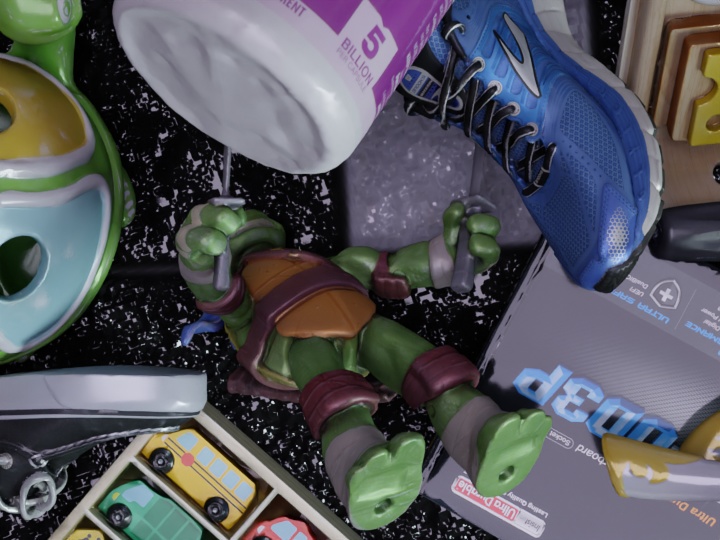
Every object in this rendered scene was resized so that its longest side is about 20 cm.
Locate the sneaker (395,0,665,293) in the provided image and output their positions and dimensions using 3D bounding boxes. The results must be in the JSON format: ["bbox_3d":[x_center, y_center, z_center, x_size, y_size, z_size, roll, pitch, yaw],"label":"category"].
[{"bbox_3d":[0.059,-0.072,0.817,0.089,0.079,0.201,-10,58,-31],"label":"sneaker"}]

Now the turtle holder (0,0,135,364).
[{"bbox_3d":[-0.169,-0.038,0.852,0.185,0.132,0.141,-38,88,5],"label":"turtle holder"}]

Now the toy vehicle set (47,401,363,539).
[{"bbox_3d":[-0.052,0.167,0.903,0.200,0.027,0.124,41,95,2],"label":"toy vehicle set"}]

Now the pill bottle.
[{"bbox_3d":[-0.003,-0.148,0.756,0.112,0.112,0.201,32,71,3],"label":"pill bottle"}]

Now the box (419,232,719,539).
[{"bbox_3d":[0.146,0.078,0.874,0.199,0.046,0.160,29,93,2],"label":"box"}]

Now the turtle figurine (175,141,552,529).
[{"bbox_3d":[0.000,0.000,0.812,0.200,0.144,0.194,-47,52,13],"label":"turtle figurine"}]

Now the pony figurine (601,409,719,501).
[{"bbox_3d":[0.222,0.124,0.786,0.199,0.166,0.195,-18,85,18],"label":"pony figurine"}]

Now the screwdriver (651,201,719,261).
[{"bbox_3d":[0.228,-0.023,0.853,0.198,0.029,0.028,-6,51,-9],"label":"screwdriver"}]

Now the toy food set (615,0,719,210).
[{"bbox_3d":[0.189,-0.104,0.795,0.142,0.061,0.201,-7,136,-9],"label":"toy food set"}]

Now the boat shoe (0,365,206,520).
[{"bbox_3d":[-0.163,0.083,0.878,0.198,0.074,0.069,-7,88,11],"label":"boat shoe"}]
